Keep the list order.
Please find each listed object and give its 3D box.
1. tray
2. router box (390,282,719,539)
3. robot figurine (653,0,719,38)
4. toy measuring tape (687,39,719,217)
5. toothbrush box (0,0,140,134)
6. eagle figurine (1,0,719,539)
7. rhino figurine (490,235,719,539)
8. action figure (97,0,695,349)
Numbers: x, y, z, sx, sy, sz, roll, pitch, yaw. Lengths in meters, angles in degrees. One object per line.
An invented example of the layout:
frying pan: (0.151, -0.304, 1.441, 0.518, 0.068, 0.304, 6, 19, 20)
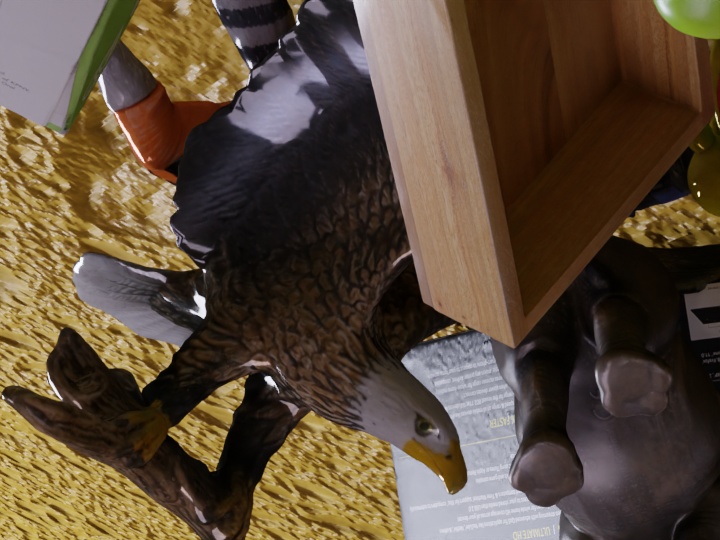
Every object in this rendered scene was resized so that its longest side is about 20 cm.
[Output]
tray: (0.041, -0.083, 0.690, 0.037, 0.099, 0.200, 25, 149, 31)
router box: (0.086, 0.088, 1.041, 0.051, 0.150, 0.200, -5, 174, -32)
robot figurine: (0.122, -0.108, 0.570, 0.116, 0.175, 0.201, -27, 88, 57)
toy measuring tape: (0.157, -0.070, 0.758, 0.073, 0.074, 0.200, 34, 139, -20)
toothbrush box: (-0.082, -0.157, 0.620, 0.145, 0.200, 0.086, 28, 156, -4)
eagle figurine: (0.005, 0.005, 0.861, 0.151, 0.200, 0.152, 46, -178, 2)
rhino figurine: (0.084, 0.072, 0.809, 0.060, 0.088, 0.200, -15, 129, 9)
action figure: (0.008, -0.048, 0.946, 0.199, 0.105, 0.194, -17, 149, 15)
